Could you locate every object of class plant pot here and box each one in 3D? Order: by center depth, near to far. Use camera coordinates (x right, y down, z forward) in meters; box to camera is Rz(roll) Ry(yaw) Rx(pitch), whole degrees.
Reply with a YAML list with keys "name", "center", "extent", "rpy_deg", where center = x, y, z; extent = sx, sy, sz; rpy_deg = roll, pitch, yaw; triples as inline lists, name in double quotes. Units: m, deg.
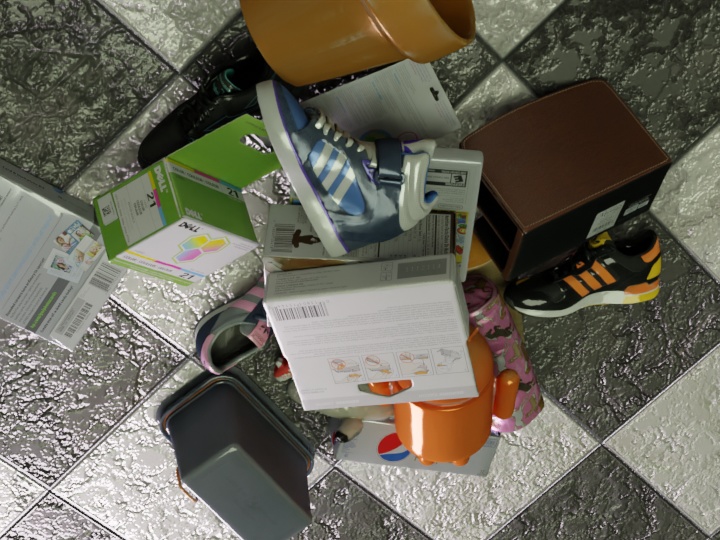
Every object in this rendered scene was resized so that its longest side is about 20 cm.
- name: "plant pot"
  center: [-0.012, -0.276, 1.416]
  extent: [0.182, 0.201, 0.201]
  rpy_deg: [-23, 123, 21]

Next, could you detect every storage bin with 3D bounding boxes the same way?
- name: "storage bin"
  center: [-0.148, 0.238, 1.706]
  extent: [0.145, 0.135, 0.200]
  rpy_deg: [-35, 119, 9]

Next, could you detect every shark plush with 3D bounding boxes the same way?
- name: "shark plush"
  center: [0.013, 0.136, 1.710]
  extent: [0.199, 0.083, 0.092]
  rpy_deg: [-14, 102, -35]

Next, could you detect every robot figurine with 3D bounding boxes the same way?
- name: "robot figurine"
  center: [0.091, 0.135, 1.621]
  extent: [0.116, 0.143, 0.201]
  rpy_deg: [-38, 144, -31]

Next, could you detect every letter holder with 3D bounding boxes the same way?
- name: "letter holder"
  center: [0.212, -0.106, 1.587]
  extent: [0.199, 0.143, 0.101]
  rpy_deg: [-25, 155, -19]

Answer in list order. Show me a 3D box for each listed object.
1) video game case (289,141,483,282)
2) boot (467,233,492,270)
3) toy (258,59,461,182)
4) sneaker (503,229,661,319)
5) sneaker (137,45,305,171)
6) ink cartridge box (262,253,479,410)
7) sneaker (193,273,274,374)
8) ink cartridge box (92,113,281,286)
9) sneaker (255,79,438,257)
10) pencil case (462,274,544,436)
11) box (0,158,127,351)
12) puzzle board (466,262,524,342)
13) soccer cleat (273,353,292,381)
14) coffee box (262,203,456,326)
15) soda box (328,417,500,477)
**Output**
- name: "video game case"
  center: [0.023, -0.063, 1.539]
  extent: [0.198, 0.023, 0.183]
  rpy_deg: [4, 136, 0]
- name: "boot"
  center: [0.066, -0.066, 1.588]
  extent: [0.200, 0.071, 0.144]
  rpy_deg: [3, 142, -5]
- name: "toy"
  center: [-0.006, -0.166, 1.549]
  extent: [0.199, 0.047, 0.115]
  rpy_deg: [-23, 136, 10]
- name: "sneaker"
  center: [0.260, -0.004, 1.688]
  extent: [0.199, 0.070, 0.091]
  rpy_deg: [-7, 117, -16]
- name: "sneaker"
  center: [-0.154, -0.172, 1.491]
  extent: [0.199, 0.076, 0.079]
  rpy_deg: [-35, 157, 4]
- name: "ink cartridge box"
  center: [0.015, 0.067, 1.509]
  extent: [0.198, 0.045, 0.177]
  rpy_deg: [-6, 134, 11]
- name: "sneaker"
  center: [-0.102, 0.048, 1.634]
  extent: [0.200, 0.082, 0.070]
  rpy_deg: [-40, 119, 12]
- name: "ink cartridge box"
  center: [-0.153, -0.070, 1.498]
  extent: [0.199, 0.076, 0.148]
  rpy_deg: [-27, 158, 22]
- name: "sneaker"
  center: [-0.003, -0.122, 1.429]
  extent: [0.146, 0.081, 0.201]
  rpy_deg: [-24, 110, 4]
- name: "pencil case"
  center: [0.150, 0.098, 1.698]
  extent: [0.086, 0.083, 0.201]
  rpy_deg: [-28, 123, -7]
- name: "box"
  center: [-0.362, -0.018, 1.569]
  extent: [0.199, 0.041, 0.156]
  rpy_deg: [28, 111, -25]
- name: "puzzle board"
  center: [0.091, 0.044, 1.711]
  extent: [0.199, 0.017, 0.152]
  rpy_deg: [-12, 122, -3]
- name: "soccer cleat"
  center: [-0.017, 0.078, 1.666]
  extent: [0.200, 0.069, 0.085]
  rpy_deg: [-39, 109, 19]
- name: "coffee box"
  center: [0.000, 0.000, 1.532]
  extent: [0.198, 0.080, 0.115]
  rpy_deg: [3, 138, 1]
- name: "soda box"
  center: [0.066, 0.198, 1.763]
  extent: [0.199, 0.068, 0.064]
  rpy_deg: [10, 118, -16]
